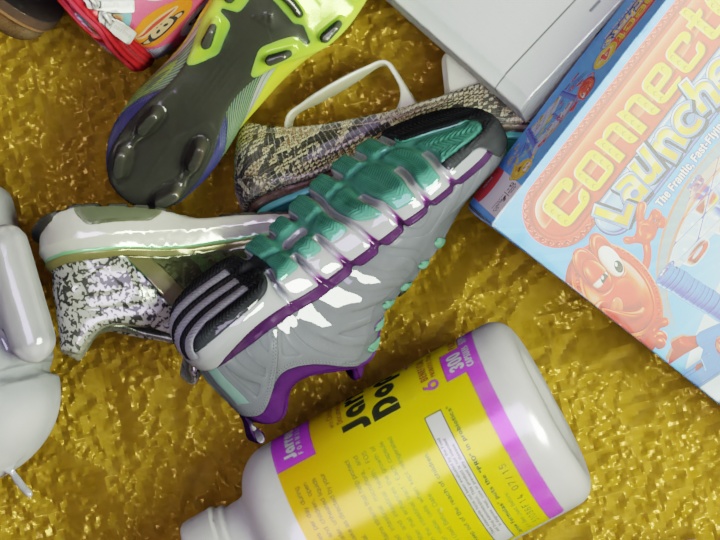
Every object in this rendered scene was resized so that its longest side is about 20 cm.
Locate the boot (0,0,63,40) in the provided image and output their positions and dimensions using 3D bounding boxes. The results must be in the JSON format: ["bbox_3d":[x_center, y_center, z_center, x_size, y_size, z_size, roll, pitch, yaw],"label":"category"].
[{"bbox_3d":[-0.250,-0.172,1.634,0.199,0.074,0.076,34,112,11],"label":"boot"}]

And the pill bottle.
[{"bbox_3d":[0.011,0.116,1.557,0.199,0.104,0.105,-29,85,6],"label":"pill bottle"}]

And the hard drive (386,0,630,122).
[{"bbox_3d":[0.059,-0.189,1.575,0.200,0.027,0.132,42,86,20],"label":"hard drive"}]

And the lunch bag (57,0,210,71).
[{"bbox_3d":[-0.154,-0.204,1.557,0.082,0.176,0.200,-37,83,2],"label":"lunch bag"}]

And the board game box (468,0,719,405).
[{"bbox_3d":[0.193,-0.049,1.534,0.195,0.056,0.200,36,94,-16],"label":"board game box"}]

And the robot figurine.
[{"bbox_3d":[-0.224,0.029,1.592,0.169,0.113,0.201,-18,86,47],"label":"robot figurine"}]

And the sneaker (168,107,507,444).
[{"bbox_3d":[0.000,0.000,1.535,0.200,0.074,0.088,-36,121,-5],"label":"sneaker"}]

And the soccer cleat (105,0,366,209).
[{"bbox_3d":[-0.064,-0.117,1.581,0.065,0.084,0.200,39,106,-13],"label":"soccer cleat"}]

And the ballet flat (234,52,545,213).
[{"bbox_3d":[0.027,-0.078,1.591,0.199,0.068,0.076,-12,72,9],"label":"ballet flat"}]

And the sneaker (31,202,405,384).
[{"bbox_3d":[-0.073,0.018,1.575,0.199,0.077,0.089,2,78,-7],"label":"sneaker"}]
